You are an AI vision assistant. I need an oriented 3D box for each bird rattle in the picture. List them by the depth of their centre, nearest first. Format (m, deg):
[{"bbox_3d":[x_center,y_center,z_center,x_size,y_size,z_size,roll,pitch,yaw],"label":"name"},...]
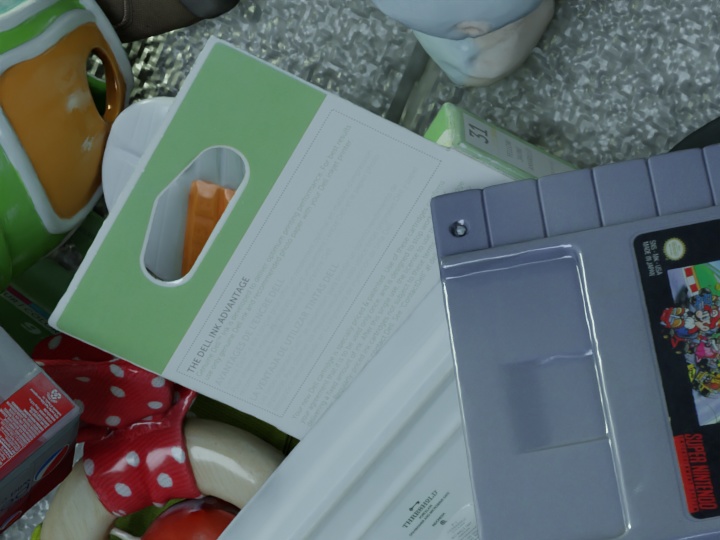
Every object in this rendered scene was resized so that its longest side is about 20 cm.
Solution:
[{"bbox_3d":[-0.083,0.109,1.169,0.162,0.113,0.201,23,103,0],"label":"bird rattle"}]

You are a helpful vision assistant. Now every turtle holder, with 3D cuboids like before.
[{"bbox_3d":[-0.175,-0.064,1.169,0.141,0.132,0.185,55,158,-13],"label":"turtle holder"}]

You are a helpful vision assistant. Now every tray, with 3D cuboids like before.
[{"bbox_3d":[0.025,0.091,1.099,0.107,0.022,0.200,32,113,-19],"label":"tray"}]

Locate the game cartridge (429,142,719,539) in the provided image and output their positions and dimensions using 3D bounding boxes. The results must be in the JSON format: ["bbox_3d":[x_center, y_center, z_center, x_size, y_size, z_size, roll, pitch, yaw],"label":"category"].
[{"bbox_3d":[0.098,0.045,0.978,0.129,0.038,0.201,-13,52,8],"label":"game cartridge"}]

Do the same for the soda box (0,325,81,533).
[{"bbox_3d":[-0.197,0.016,1.078,0.063,0.070,0.200,-40,78,-23],"label":"soda box"}]

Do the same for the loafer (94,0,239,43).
[{"bbox_3d":[-0.129,-0.178,1.163,0.071,0.073,0.201,-34,83,22],"label":"loafer"}]

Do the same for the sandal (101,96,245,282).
[{"bbox_3d":[-0.006,-0.017,1.148,0.206,0.059,0.079,20,115,-2],"label":"sandal"}]

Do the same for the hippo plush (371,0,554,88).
[{"bbox_3d":[0.021,-0.163,1.035,0.199,0.161,0.160,30,97,1],"label":"hippo plush"}]

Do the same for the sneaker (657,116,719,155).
[{"bbox_3d":[0.201,0.006,1.049,0.099,0.071,0.200,-45,75,27],"label":"sneaker"}]

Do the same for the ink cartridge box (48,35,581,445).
[{"bbox_3d":[0.000,0.000,1.087,0.199,0.048,0.146,26,116,-12],"label":"ink cartridge box"}]

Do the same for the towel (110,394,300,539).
[{"bbox_3d":[-0.082,0.114,1.214,0.086,0.018,0.201,23,105,18],"label":"towel"}]

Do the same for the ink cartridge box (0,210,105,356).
[{"bbox_3d":[-0.188,0.049,1.228,0.104,0.059,0.201,34,108,17],"label":"ink cartridge box"}]
